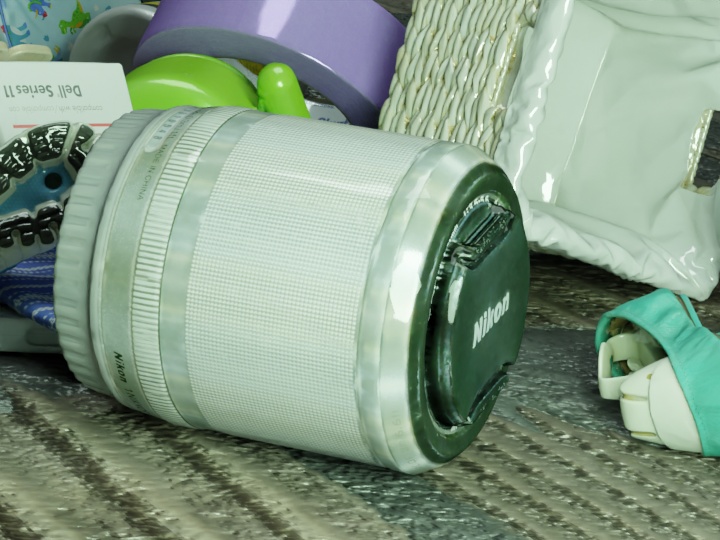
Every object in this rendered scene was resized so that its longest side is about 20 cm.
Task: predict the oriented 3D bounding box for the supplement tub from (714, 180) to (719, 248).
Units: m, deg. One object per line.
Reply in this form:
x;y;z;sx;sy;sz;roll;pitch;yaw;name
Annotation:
0.302;-0.017;1.666;0.145;0.145;0.200;1;13;-17;supplement tub

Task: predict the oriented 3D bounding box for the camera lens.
-0.028;0.006;1.383;0.200;0.160;0.160;11;13;22;camera lens

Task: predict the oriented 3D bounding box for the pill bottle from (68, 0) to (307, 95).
-0.125;-0.153;2.169;0.114;0.115;0.200;12;14;26;pill bottle

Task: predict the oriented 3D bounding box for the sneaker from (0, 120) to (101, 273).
-0.223;-0.014;1.527;0.200;0.079;0.090;-22;2;-8;sneaker

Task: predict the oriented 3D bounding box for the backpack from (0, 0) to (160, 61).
-0.249;-0.196;2.218;0.200;0.164;0.154;-8;1;-27;backpack

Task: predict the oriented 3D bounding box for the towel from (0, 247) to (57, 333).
-0.142;0.001;1.577;0.145;0.024;0.200;-4;16;-32;towel

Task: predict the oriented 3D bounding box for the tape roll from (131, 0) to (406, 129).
-0.051;-0.127;1.925;0.200;0.066;0.200;19;-26;10;tape roll

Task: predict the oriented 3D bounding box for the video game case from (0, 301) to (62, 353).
-0.151;0.014;1.616;0.182;0.023;0.200;3;12;-10;video game case

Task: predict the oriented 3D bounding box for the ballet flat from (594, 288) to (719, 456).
0.163;0.061;1.477;0.070;0.067;0.200;-20;15;-3;ballet flat

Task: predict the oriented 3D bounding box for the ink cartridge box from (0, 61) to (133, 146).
-0.210;-0.073;1.669;0.200;0.067;0.117;-22;-11;37;ink cartridge box

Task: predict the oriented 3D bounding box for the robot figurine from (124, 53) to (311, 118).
-0.117;-0.076;1.816;0.175;0.116;0.200;-12;10;8;robot figurine

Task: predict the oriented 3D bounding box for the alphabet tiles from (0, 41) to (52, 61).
-0.286;-0.084;1.733;0.195;0.015;0.200;-33;-18;29;alphabet tiles

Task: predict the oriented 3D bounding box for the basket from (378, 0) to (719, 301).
0.133;-0.106;1.796;0.200;0.199;0.161;19;-3;-40;basket
